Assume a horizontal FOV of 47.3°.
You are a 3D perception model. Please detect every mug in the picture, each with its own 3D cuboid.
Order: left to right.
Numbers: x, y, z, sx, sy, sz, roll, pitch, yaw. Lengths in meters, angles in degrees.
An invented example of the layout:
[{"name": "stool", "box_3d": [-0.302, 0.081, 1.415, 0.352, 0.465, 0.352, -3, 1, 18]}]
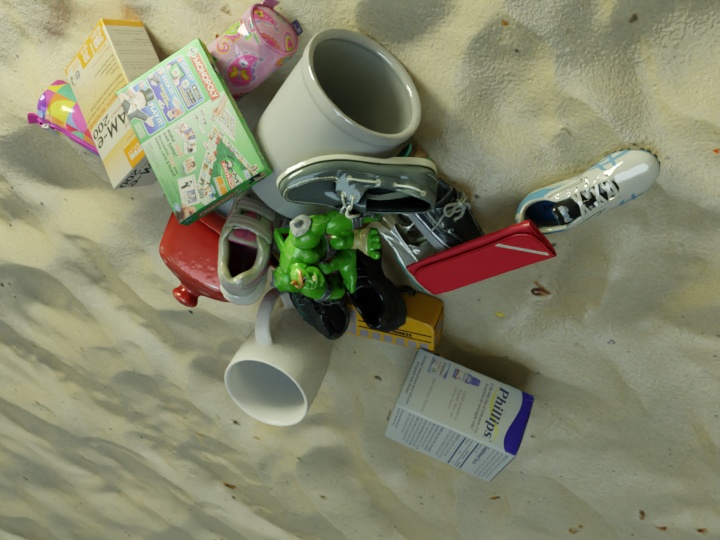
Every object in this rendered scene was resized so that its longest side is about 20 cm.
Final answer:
[{"name": "mug", "box_3d": [-0.127, 0.122, 1.352, 0.146, 0.176, 0.201, 3, 128, 22]}]

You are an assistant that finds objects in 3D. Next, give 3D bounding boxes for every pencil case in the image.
[{"name": "pencil case", "box_3d": [-0.402, -0.215, 1.269, 0.199, 0.089, 0.089, 25, 133, 3]}, {"name": "pencil case", "box_3d": [-0.171, -0.280, 1.112, 0.199, 0.088, 0.088, -29, 111, 38]}]

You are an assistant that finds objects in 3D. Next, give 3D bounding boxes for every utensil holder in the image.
[{"name": "utensil holder", "box_3d": [-0.043, -0.182, 1.074, 0.170, 0.170, 0.200, 38, 135, -8]}]

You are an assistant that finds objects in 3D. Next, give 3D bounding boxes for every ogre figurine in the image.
[{"name": "ogre figurine", "box_3d": [-0.051, -0.021, 1.098, 0.119, 0.099, 0.200, -3, 164, -23]}]

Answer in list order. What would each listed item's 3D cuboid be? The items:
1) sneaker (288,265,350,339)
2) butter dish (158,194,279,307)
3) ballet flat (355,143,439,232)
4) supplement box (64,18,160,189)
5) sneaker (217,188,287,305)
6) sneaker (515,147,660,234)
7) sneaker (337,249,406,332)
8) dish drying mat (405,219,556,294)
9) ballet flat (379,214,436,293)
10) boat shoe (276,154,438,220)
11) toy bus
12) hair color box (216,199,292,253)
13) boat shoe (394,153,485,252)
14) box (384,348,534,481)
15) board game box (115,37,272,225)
[{"name": "sneaker", "box_3d": [-0.083, 0.024, 1.226, 0.079, 0.075, 0.201, 19, 142, 38]}, {"name": "butter dish", "box_3d": [-0.233, -0.011, 1.261, 0.199, 0.148, 0.199, 34, 178, -1]}, {"name": "ballet flat", "box_3d": [0.035, -0.094, 1.111, 0.072, 0.068, 0.200, 38, 134, -16]}, {"name": "supplement box", "box_3d": [-0.330, -0.234, 1.166, 0.126, 0.073, 0.201, -33, 78, 39]}, {"name": "sneaker", "box_3d": [-0.146, -0.055, 1.121, 0.081, 0.202, 0.088, 9, 172, 0]}, {"name": "sneaker", "box_3d": [0.290, -0.092, 1.057, 0.199, 0.073, 0.072, -25, 112, 36]}, {"name": "sneaker", "box_3d": [0.000, 0.000, 1.220, 0.076, 0.091, 0.201, -34, 81, 18]}, {"name": "dish drying mat", "box_3d": [0.162, -0.012, 1.125, 0.199, 0.018, 0.077, -21, 135, 35]}, {"name": "ballet flat", "box_3d": [0.068, -0.053, 1.200, 0.069, 0.070, 0.200, -26, 110, 38]}, {"name": "boat shoe", "box_3d": [-0.002, -0.096, 1.000, 0.198, 0.062, 0.073, -3, 152, -4]}, {"name": "toy bus", "box_3d": [0.030, 0.066, 1.310, 0.198, 0.065, 0.079, 11, 132, 16]}, {"name": "hair color box", "box_3d": [-0.167, -0.122, 1.223, 0.199, 0.099, 0.061, 35, 132, -5]}, {"name": "boat shoe", "box_3d": [0.116, -0.087, 1.140, 0.199, 0.074, 0.068, 46, 146, -3]}, {"name": "box", "box_3d": [0.154, 0.237, 1.328, 0.199, 0.105, 0.184, 23, 155, 6]}, {"name": "board game box", "box_3d": [-0.216, -0.178, 1.059, 0.134, 0.029, 0.201, -29, 79, 8]}]
